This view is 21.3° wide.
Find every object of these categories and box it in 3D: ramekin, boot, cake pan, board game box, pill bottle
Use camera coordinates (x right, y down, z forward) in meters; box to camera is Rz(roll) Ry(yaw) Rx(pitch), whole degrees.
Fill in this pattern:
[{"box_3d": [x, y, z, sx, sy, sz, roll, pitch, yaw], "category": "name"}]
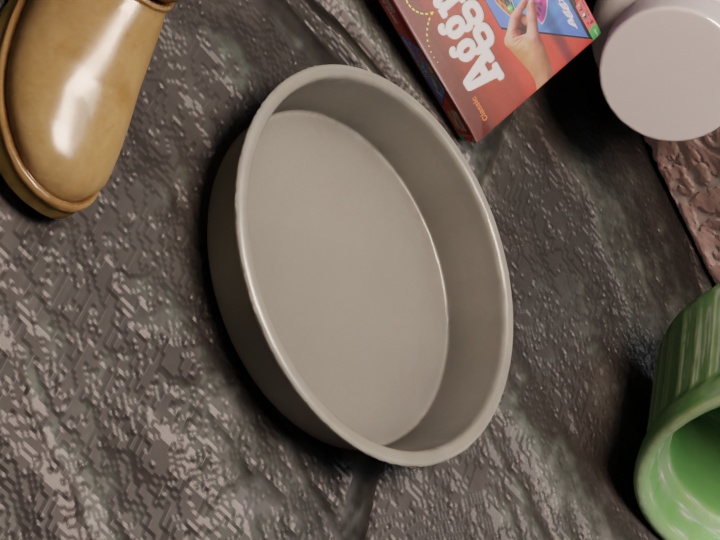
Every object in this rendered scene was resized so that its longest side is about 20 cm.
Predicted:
[{"box_3d": [0.256, 0.086, 1.081, 0.200, 0.200, 0.098, 41, 41, -32], "category": "ramekin"}, {"box_3d": [-0.065, -0.128, 0.778, 0.066, 0.200, 0.176, 25, 57, -42], "category": "boot"}, {"box_3d": [0.000, 0.000, 0.933, 0.200, 0.037, 0.201, 23, 59, -43], "category": "cake pan"}, {"box_3d": [0.047, -0.179, 1.025, 0.103, 0.019, 0.200, -41, 116, -17], "category": "board game box"}, {"box_3d": [0.198, -0.156, 1.145, 0.111, 0.111, 0.200, 56, 29, -17], "category": "pill bottle"}]

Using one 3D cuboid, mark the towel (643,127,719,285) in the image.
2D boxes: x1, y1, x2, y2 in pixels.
[{"box_3d": [0.276, -0.020, 1.149, 0.032, 0.200, 0.191, -34, 104, -32], "category": "towel"}]
